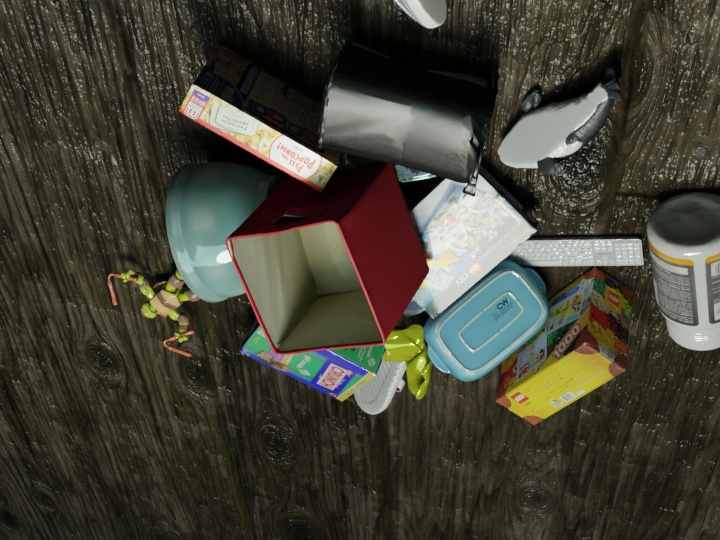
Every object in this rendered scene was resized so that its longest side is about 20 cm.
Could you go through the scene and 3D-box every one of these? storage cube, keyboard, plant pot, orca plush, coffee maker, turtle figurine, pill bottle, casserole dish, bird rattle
[{"bbox_3d":[-0.037,-0.016,1.304,0.171,0.180,0.200,-8,117,30],"label":"storage cube"},{"bbox_3d":[0.295,-0.025,1.422,0.200,0.011,0.056,0,135,20],"label":"keyboard"},{"bbox_3d":[-0.163,-0.063,1.413,0.134,0.201,0.200,-9,132,21],"label":"plant pot"},{"bbox_3d":[0.259,-0.187,1.241,0.105,0.071,0.200,60,136,21],"label":"orca plush"},{"bbox_3d":[0.055,-0.187,1.200,0.200,0.192,0.135,13,109,2],"label":"coffee maker"},{"bbox_3d":[-0.310,0.049,1.680,0.161,0.064,0.200,-27,113,30],"label":"turtle figurine"},{"bbox_3d":[0.443,0.005,1.322,0.116,0.117,0.200,-2,135,21],"label":"pill bottle"},{"bbox_3d":[0.184,0.072,1.439,0.121,0.200,0.039,51,177,-2],"label":"casserole dish"},{"bbox_3d":[0.127,0.098,1.536,0.113,0.200,0.163,54,172,6],"label":"bird rattle"}]

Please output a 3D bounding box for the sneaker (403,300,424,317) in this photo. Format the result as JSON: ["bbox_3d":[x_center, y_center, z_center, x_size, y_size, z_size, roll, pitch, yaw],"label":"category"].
[{"bbox_3d":[0.109,-0.005,1.479,0.082,0.070,0.200,44,129,-9],"label":"sneaker"}]

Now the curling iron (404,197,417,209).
[{"bbox_3d":[0.035,-0.094,1.406,0.200,0.026,0.050,3,173,-7],"label":"curling iron"}]

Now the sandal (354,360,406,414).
[{"bbox_3d":[0.048,0.177,1.696,0.050,0.083,0.203,-12,150,-33],"label":"sandal"}]

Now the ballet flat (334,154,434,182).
[{"bbox_3d":[0.032,-0.151,1.341,0.200,0.074,0.074,-8,132,25],"label":"ballet flat"}]

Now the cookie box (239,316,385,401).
[{"bbox_3d":[-0.077,0.122,1.644,0.200,0.075,0.171,27,151,-9],"label":"cookie box"}]

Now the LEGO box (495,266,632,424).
[{"bbox_3d":[0.296,0.112,1.465,0.077,0.149,0.200,32,136,-14],"label":"LEGO box"}]

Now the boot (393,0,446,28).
[{"bbox_3d":[0.016,-0.353,1.135,0.090,0.073,0.200,-12,123,39],"label":"boot"}]

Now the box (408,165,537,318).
[{"bbox_3d":[0.123,-0.045,1.379,0.137,0.038,0.200,43,116,-10],"label":"box"}]

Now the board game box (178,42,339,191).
[{"bbox_3d":[-0.116,-0.197,1.276,0.200,0.152,0.046,29,120,-11],"label":"board game box"}]
